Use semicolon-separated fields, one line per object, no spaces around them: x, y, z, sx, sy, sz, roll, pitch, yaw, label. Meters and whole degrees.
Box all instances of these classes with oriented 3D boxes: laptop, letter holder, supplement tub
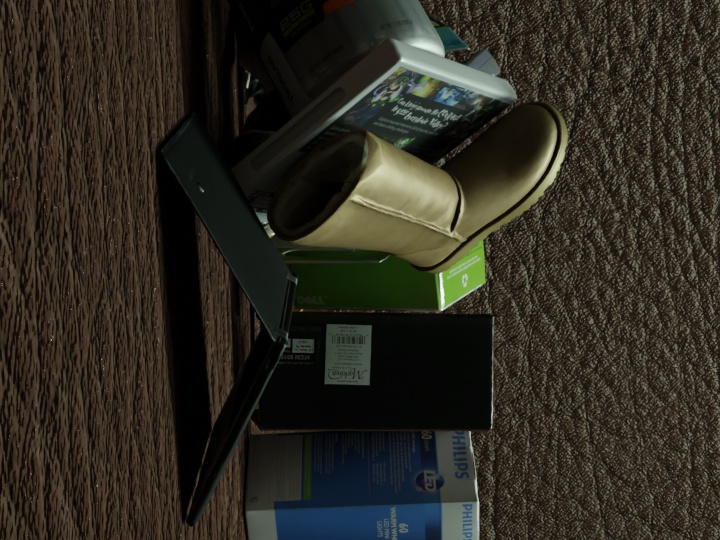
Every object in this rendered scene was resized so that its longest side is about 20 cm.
-0.105;0.023;1.001;0.200;0.116;0.187;-63;-175;11;laptop
0.005;0.087;1.382;0.142;0.200;0.101;170;-79;-82;letter holder
-0.034;-0.207;1.144;0.200;0.122;0.123;61;-8;17;supplement tub

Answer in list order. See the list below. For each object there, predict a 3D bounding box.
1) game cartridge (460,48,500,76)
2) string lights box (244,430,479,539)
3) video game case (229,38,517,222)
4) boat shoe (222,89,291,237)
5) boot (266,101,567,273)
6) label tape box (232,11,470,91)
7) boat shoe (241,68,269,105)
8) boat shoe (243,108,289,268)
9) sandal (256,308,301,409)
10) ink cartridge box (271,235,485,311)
0.019;-0.112;1.329;0.038;0.200;0.130;51;32;-10;game cartridge
0.001;0.192;1.380;0.103;0.200;0.059;-91;178;-55;string lights box
0.004;-0.092;1.147;0.200;0.182;0.023;5;52;-61;video game case
-0.081;-0.083;1.264;0.065;0.072;0.200;61;25;-23;boat shoe
0.049;-0.070;1.137;0.066;0.175;0.200;48;17;29;boot
-0.011;-0.192;1.382;0.200;0.143;0.066;-133;-146;-52;label tape box
-0.081;-0.186;1.500;0.075;0.062;0.200;127;-28;-66;boat shoe
-0.077;-0.057;1.417;0.074;0.065;0.200;-51;133;-47;boat shoe
-0.069;0.032;1.518;0.078;0.070;0.212;86;2;-74;sandal
0.000;0.000;1.331;0.200;0.148;0.076;-30;117;-59;ink cartridge box
